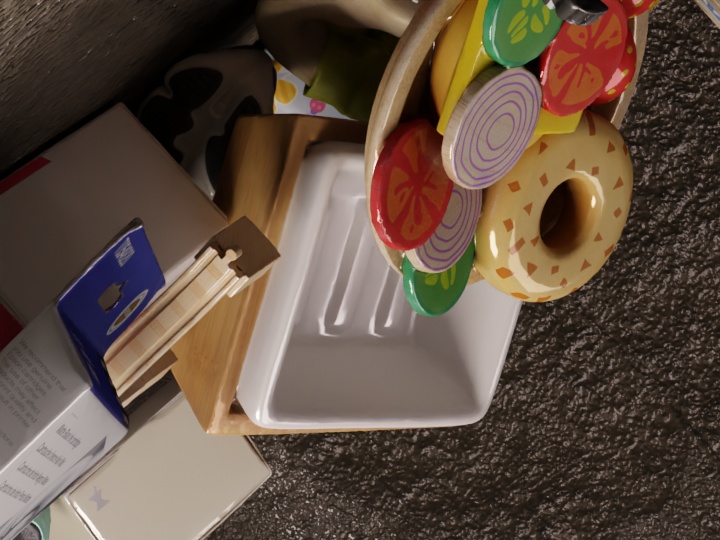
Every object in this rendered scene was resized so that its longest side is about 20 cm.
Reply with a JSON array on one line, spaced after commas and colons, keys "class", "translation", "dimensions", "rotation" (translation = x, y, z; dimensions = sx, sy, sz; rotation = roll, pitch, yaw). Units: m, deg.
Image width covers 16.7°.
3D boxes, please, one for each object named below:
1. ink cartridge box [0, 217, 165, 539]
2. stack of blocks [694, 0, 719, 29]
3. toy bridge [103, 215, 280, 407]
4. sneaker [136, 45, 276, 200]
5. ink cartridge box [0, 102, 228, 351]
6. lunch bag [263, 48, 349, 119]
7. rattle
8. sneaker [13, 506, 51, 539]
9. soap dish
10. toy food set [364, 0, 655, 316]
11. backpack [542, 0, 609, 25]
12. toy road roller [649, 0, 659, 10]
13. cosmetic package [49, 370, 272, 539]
[{"class": "ink cartridge box", "translation": [-0.142, 0.073, 0.980], "dimensions": [0.200, 0.041, 0.200], "rotation": [-45, 176, -6]}, {"class": "stack of blocks", "translation": [0.169, -0.200, 1.307], "dimensions": [0.059, 0.200, 0.115], "rotation": [-42, 177, 6]}, {"class": "toy bridge", "translation": [-0.112, 0.049, 1.134], "dimensions": [0.200, 0.027, 0.067], "rotation": [-46, 175, 35]}, {"class": "sneaker", "translation": [-0.104, -0.033, 1.255], "dimensions": [0.200, 0.081, 0.083], "rotation": [-47, -177, 20]}, {"class": "ink cartridge box", "translation": [-0.174, 0.032, 1.166], "dimensions": [0.200, 0.084, 0.145], "rotation": [-45, 177, 41]}, {"class": "lunch bag", "translation": [0.027, -0.085, 1.437], "dimensions": [0.127, 0.170, 0.200], "rotation": [-45, 175, -2]}, {"class": "rattle", "translation": [0.020, -0.161, 1.185], "dimensions": [0.143, 0.130, 0.200], "rotation": [-53, 154, -15]}, {"class": "sneaker", "translation": [-0.264, 0.114, 1.301], "dimensions": [0.198, 0.140, 0.078], "rotation": [-8, 131, -4]}, {"class": "soap dish", "translation": [0.000, 0.000, 1.218], "dimensions": [0.199, 0.081, 0.159], "rotation": [2, 108, -51]}, {"class": "toy food set", "translation": [0.074, -0.072, 1.145], "dimensions": [0.197, 0.049, 0.201], "rotation": [-7, 122, -49]}, {"class": "backpack", "translation": [0.122, -0.208, 0.892], "dimensions": [0.199, 0.151, 0.178], "rotation": [-35, 178, -16]}, {"class": "toy road roller", "translation": [0.146, -0.234, 1.417], "dimensions": [0.200, 0.123, 0.146], "rotation": [-45, 167, -27]}, {"class": "cosmetic package", "translation": [-0.139, 0.108, 1.374], "dimensions": [0.105, 0.071, 0.200], "rotation": [-40, -162, -16]}]
